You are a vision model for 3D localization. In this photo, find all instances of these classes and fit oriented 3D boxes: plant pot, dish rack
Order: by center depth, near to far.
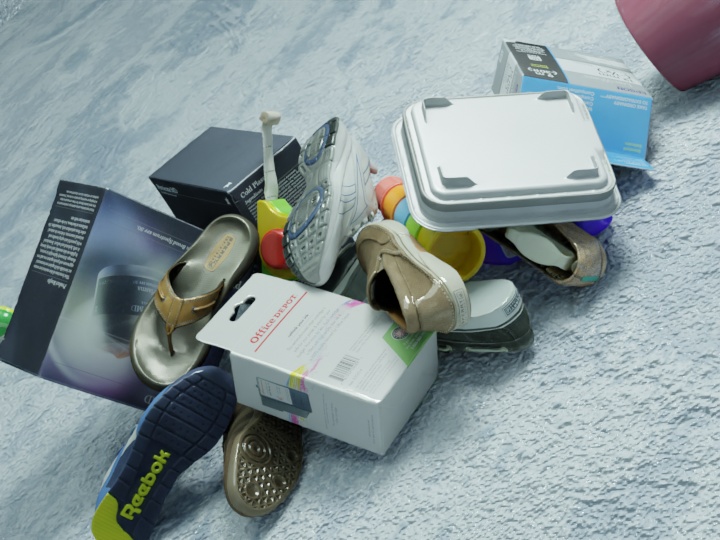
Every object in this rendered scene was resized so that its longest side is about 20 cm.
[{"bbox_3d":[0.135,-0.113,1.215,0.198,0.044,0.172,-4,44,-7],"label":"dish rack"},{"bbox_3d":[0.378,-0.293,1.374,0.179,0.200,0.201,-37,23,24],"label":"plant pot"}]

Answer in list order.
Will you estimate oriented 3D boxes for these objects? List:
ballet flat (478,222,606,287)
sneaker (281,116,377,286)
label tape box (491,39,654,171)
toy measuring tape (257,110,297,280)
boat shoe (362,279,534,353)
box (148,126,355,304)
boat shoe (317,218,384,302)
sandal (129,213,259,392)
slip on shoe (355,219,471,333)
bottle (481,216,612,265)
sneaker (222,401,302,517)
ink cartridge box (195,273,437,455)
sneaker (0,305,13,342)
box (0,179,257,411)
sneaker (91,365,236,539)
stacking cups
[{"bbox_3d":[0.142,-0.051,1.223,0.199,0.069,0.067,34,28,23],"label":"ballet flat"},{"bbox_3d":[-0.020,-0.063,1.294,0.074,0.087,0.201,-30,36,41],"label":"sneaker"},{"bbox_3d":[0.225,-0.176,1.362,0.142,0.067,0.200,9,23,-8],"label":"label tape box"},{"bbox_3d":[-0.069,-0.063,1.335,0.073,0.202,0.074,-1,6,0],"label":"toy measuring tape"},{"bbox_3d":[0.077,0.050,1.229,0.199,0.064,0.071,3,40,49],"label":"boat shoe"},{"bbox_3d":[-0.116,-0.056,1.473,0.104,0.183,0.199,-43,30,-22],"label":"box"},{"bbox_3d":[0.000,0.000,1.380,0.060,0.076,0.200,10,48,44],"label":"boat shoe"},{"bbox_3d":[-0.164,0.024,1.280,0.081,0.055,0.201,28,70,13],"label":"sandal"},{"bbox_3d":[0.030,0.010,1.189,0.060,0.077,0.200,-20,28,-17],"label":"slip on shoe"},{"bbox_3d":[0.148,-0.048,1.298,0.199,0.084,0.065,-21,-4,26],"label":"bottle"},{"bbox_3d":[-0.098,0.166,1.239,0.076,0.070,0.201,-45,19,35],"label":"sneaker"},{"bbox_3d":[-0.041,0.082,1.207,0.199,0.068,0.117,17,44,25],"label":"ink cartridge box"},{"bbox_3d":[-0.549,0.116,1.775,0.199,0.074,0.084,-28,52,1],"label":"sneaker"},{"bbox_3d":[-0.240,0.036,1.359,0.123,0.199,0.200,13,82,53],"label":"box"},{"bbox_3d":[-0.193,0.171,1.253,0.201,0.074,0.082,-53,13,4],"label":"sneaker"},{"bbox_3d":[0.058,-0.044,1.280,0.060,0.061,0.200,-34,24,-5],"label":"stacking cups"}]
